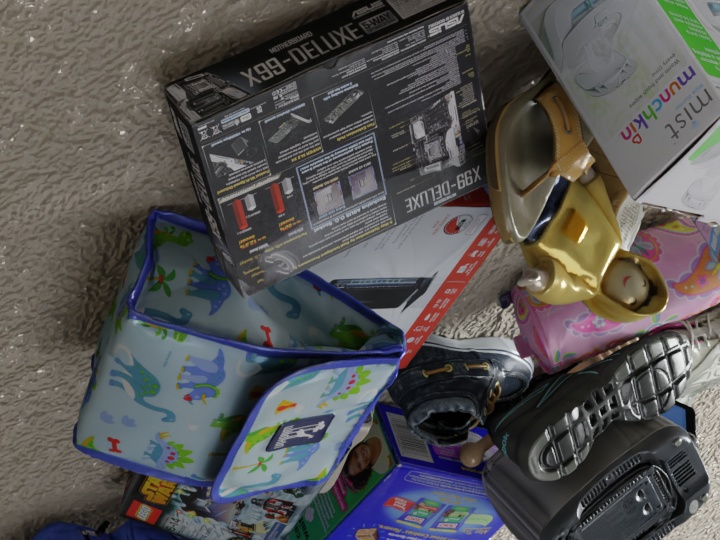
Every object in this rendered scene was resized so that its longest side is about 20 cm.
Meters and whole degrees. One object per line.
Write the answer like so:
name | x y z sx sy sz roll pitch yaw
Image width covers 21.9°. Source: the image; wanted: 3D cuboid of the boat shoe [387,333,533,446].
boat shoe | 0.091 0.109 1.607 0.200 0.091 0.071 10 133 -46

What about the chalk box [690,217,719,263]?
chalk box | 0.326 -0.085 1.471 0.200 0.124 0.125 -17 147 -18

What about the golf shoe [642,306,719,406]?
golf shoe | 0.326 0.073 1.758 0.200 0.075 0.092 -34 145 8

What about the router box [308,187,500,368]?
router box | 0.000 0.000 1.415 0.179 0.049 0.200 -2 140 -37

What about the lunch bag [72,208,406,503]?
lunch bag | -0.087 0.075 1.324 0.200 0.128 0.170 17 136 -12

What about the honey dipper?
honey dipper | 0.170 0.116 1.680 0.200 0.038 0.038 -37 152 -17

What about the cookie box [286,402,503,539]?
cookie box | 0.032 0.225 1.724 0.171 0.075 0.200 16 128 -36

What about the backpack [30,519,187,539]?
backpack | -0.213 0.295 1.589 0.200 0.163 0.168 25 113 -38

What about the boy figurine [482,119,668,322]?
boy figurine | 0.154 -0.024 1.380 0.064 0.124 0.200 -11 127 48

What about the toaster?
toaster | 0.197 0.192 1.634 0.200 0.129 0.114 -39 127 -8

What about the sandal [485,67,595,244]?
sandal | 0.140 -0.093 1.286 0.200 0.054 0.080 -47 125 -45

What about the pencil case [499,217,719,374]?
pencil case | 0.225 0.019 1.586 0.200 0.088 0.088 -23 149 -7

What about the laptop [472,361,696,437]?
laptop | 0.209 0.172 1.779 0.200 0.103 0.177 -25 149 -4

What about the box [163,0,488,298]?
box | -0.014 -0.089 1.222 0.200 0.050 0.158 -26 135 -12

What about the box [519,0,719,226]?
box | 0.236 -0.126 1.290 0.200 0.177 0.097 10 133 -44

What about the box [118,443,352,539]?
box | -0.102 0.158 1.503 0.137 0.040 0.200 21 138 -10

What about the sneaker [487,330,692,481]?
sneaker | 0.196 0.102 1.580 0.200 0.079 0.076 -28 118 -24

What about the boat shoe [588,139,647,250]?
boat shoe | 0.195 -0.076 1.450 0.069 0.071 0.200 -39 151 -35

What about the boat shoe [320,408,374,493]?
boat shoe | -0.052 0.126 1.559 0.093 0.075 0.200 15 150 -8
